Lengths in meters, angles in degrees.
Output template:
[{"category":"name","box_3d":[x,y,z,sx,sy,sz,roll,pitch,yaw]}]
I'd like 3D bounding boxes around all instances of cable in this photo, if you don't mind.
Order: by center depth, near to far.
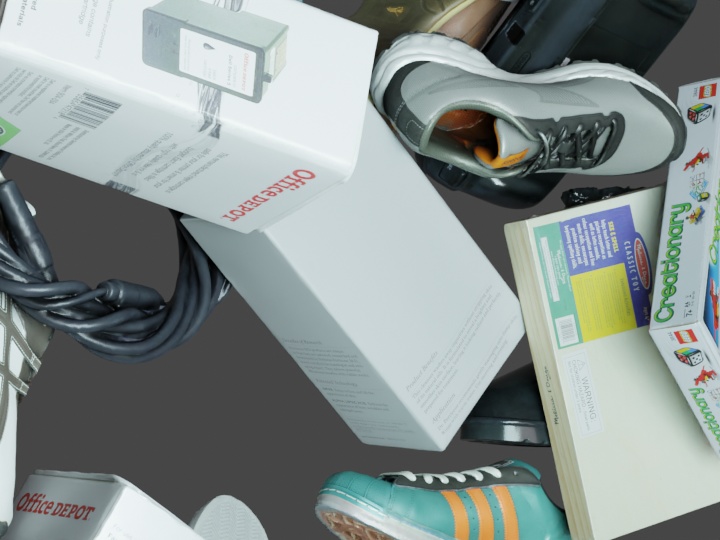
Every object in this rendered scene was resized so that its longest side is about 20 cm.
[{"category":"cable","box_3d":[-0.145,-0.027,1.524,0.199,0.051,0.164,33,41,-32]}]

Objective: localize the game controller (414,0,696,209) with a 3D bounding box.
[{"category":"game controller","box_3d":[0.120,-0.120,1.638,0.104,0.042,0.200,14,125,-40]}]

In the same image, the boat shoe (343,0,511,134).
[{"category":"boat shoe","box_3d":[0.038,-0.144,1.652,0.200,0.072,0.068,-45,139,-30]}]

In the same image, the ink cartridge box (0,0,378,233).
[{"category":"ink cartridge box","box_3d":[-0.111,-0.100,1.405,0.199,0.145,0.085,19,71,-21]}]

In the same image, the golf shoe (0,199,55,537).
[{"category":"golf shoe","box_3d":[-0.203,0.050,1.506,0.094,0.078,0.202,-8,88,-30]}]

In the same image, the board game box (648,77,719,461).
[{"category":"board game box","box_3d":[0.220,-0.002,1.637,0.127,0.034,0.201,57,33,-40]}]

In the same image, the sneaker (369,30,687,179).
[{"category":"sneaker","box_3d":[0.102,-0.081,1.580,0.199,0.080,0.074,7,127,-22]}]

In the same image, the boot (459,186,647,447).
[{"category":"boot","box_3d":[0.145,0.029,1.685,0.197,0.073,0.164,1,89,-34]}]

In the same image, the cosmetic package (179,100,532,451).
[{"category":"cosmetic package","box_3d":[0.000,0.000,1.584,0.113,0.081,0.200,-52,119,-27]}]

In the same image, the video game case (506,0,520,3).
[{"category":"video game case","box_3d":[0.096,-0.253,1.665,0.181,0.023,0.201,7,61,-26]}]

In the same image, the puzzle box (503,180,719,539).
[{"category":"puzzle box","box_3d":[0.165,0.054,1.642,0.132,0.025,0.202,-13,93,-33]}]

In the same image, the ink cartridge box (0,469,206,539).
[{"category":"ink cartridge box","box_3d":[-0.176,0.218,1.472,0.086,0.146,0.201,38,72,-21]}]

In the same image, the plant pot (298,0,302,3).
[{"category":"plant pot","box_3d":[-0.118,-0.233,1.446,0.195,0.200,0.197,9,88,-1]}]

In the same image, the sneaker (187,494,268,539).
[{"category":"sneaker","box_3d":[-0.117,0.222,1.542,0.074,0.115,0.201,44,33,-23]}]

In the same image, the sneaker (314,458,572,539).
[{"category":"sneaker","box_3d":[0.062,0.147,1.643,0.199,0.071,0.081,23,73,-29]}]
